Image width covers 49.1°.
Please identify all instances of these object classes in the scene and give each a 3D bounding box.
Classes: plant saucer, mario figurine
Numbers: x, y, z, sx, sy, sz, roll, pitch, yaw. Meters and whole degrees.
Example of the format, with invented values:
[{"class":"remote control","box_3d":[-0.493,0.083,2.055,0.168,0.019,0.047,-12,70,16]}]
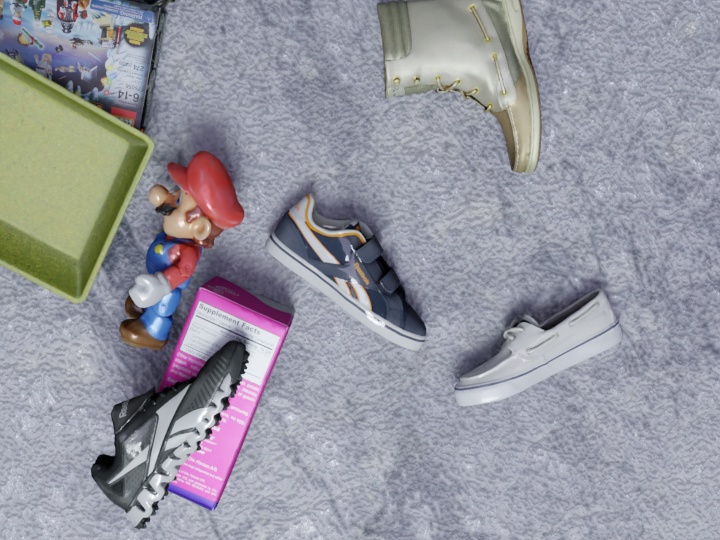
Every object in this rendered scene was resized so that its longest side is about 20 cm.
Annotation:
[{"class":"plant saucer","box_3d":[-0.325,-0.099,0.787,0.197,0.048,0.202,28,110,-11]},{"class":"mario figurine","box_3d":[-0.197,-0.030,0.788,0.123,0.105,0.203,39,110,32]}]

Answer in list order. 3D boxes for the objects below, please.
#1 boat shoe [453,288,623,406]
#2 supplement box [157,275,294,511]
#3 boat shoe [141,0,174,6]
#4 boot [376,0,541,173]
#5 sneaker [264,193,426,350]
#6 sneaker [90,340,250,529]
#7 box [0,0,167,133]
[{"class":"boat shoe","box_3d":[0.184,0.081,0.844,0.196,0.072,0.067,-23,93,0]},{"class":"supplement box","box_3d":[-0.150,0.121,0.817,0.102,0.101,0.204,24,94,-3]},{"class":"boat shoe","box_3d":[-0.205,-0.287,0.768,0.195,0.069,0.058,1,76,-16]},{"class":"boot","box_3d":[0.100,-0.188,0.808,0.151,0.072,0.205,-12,92,-2]},{"class":"sneaker","box_3d":[0.000,0.000,0.822,0.198,0.079,0.080,36,100,-4]},{"class":"sneaker","box_3d":[-0.183,0.138,0.734,0.090,0.067,0.202,35,96,-6]},{"class":"box","box_3d":[-0.307,-0.217,0.802,0.195,0.040,0.140,11,97,-4]}]
